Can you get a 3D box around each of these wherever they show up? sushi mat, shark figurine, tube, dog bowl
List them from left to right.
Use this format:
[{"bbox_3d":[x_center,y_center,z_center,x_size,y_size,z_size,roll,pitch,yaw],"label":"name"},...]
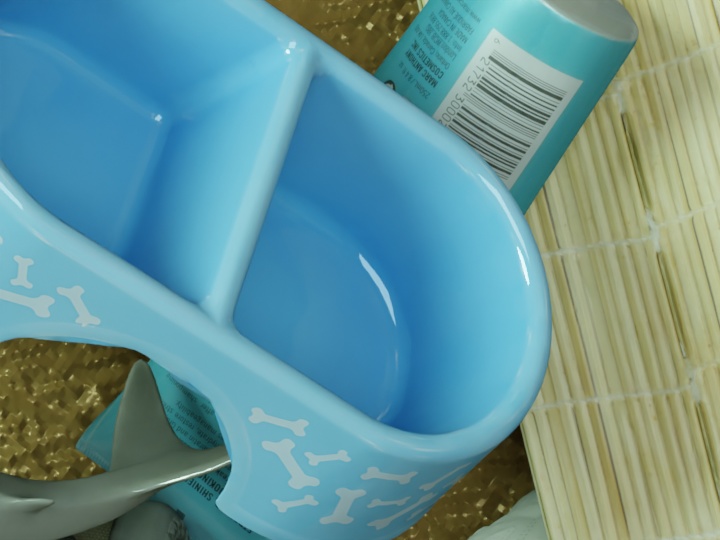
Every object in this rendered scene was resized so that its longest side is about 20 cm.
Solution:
[{"bbox_3d":[-0.116,0.028,0.721,0.214,0.089,0.128,30,57,-20],"label":"shark figurine"},{"bbox_3d":[-0.036,-0.013,0.712,0.200,0.050,0.112,33,54,-23],"label":"dog bowl"},{"bbox_3d":[0.000,0.000,0.815,0.077,0.050,0.200,41,111,14],"label":"tube"},{"bbox_3d":[0.079,-0.013,0.818,0.096,0.012,0.200,-15,81,7],"label":"sushi mat"}]

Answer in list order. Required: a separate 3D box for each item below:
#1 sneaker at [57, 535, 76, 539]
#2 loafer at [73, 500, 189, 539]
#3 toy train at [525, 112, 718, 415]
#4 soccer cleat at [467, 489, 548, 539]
[{"bbox_3d":[-0.148,0.099,0.771,0.200,0.078,0.085,14,123,-3],"label":"sneaker"},{"bbox_3d":[-0.105,0.155,0.818,0.070,0.075,0.200,14,73,11],"label":"loafer"},{"bbox_3d":[0.079,-0.041,0.865,0.114,0.085,0.200,2,85,-3],"label":"toy train"},{"bbox_3d":[0.039,0.102,0.850,0.200,0.069,0.078,-8,56,-17],"label":"soccer cleat"}]
